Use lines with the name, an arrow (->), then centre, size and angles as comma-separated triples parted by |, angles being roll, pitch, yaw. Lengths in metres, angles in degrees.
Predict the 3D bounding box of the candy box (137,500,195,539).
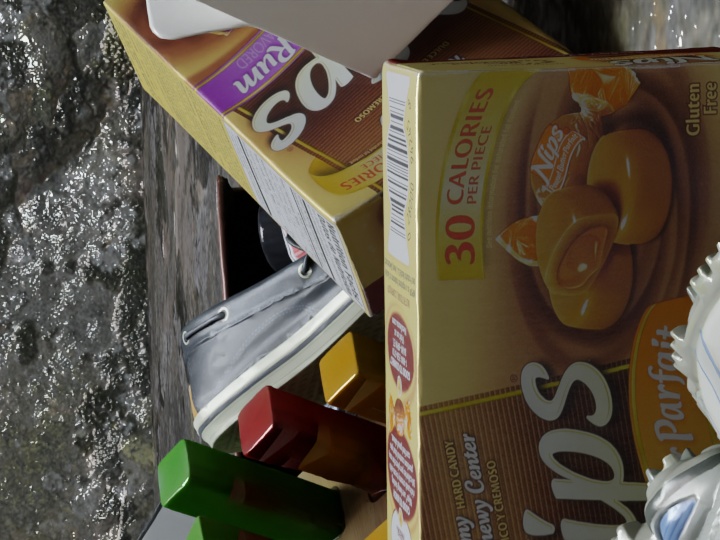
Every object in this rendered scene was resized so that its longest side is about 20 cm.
candy box -> -0.035, 0.221, 1.110 | 0.072, 0.166, 0.201 | -58, -20, -45

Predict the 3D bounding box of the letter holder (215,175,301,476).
letter holder -> -0.021, 0.046, 1.121 | 0.142, 0.099, 0.202 | 58, -153, -85

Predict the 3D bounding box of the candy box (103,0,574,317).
candy box -> -0.006, -0.079, 0.876 | 0.200, 0.116, 0.057 | 44, 163, 43

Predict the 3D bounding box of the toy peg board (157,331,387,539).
toy peg board -> 0.009, 0.107, 0.834 | 0.199, 0.097, 0.201 | -46, 39, 32

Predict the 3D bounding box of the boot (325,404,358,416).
boot -> 0.037, 0.130, 0.961 | 0.202, 0.072, 0.090 | 68, 163, -1

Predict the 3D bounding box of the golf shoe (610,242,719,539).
golf shoe -> 0.126, 0.053, 0.554 | 0.201, 0.078, 0.098 | 92, 153, -51

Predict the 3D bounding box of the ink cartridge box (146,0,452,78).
ink cartridge box -> -0.006, -0.179, 0.786 | 0.200, 0.125, 0.129 | -42, 43, 35

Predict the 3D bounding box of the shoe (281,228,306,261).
shoe -> -0.031, -0.097, 0.999 | 0.091, 0.071, 0.202 | 77, 177, -65

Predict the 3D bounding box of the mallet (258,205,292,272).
mallet -> -0.011, -0.098, 1.065 | 0.041, 0.065, 0.202 | 39, -129, -64

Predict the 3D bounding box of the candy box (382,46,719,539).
candy box -> 0.068, 0.033, 0.687 | 0.055, 0.114, 0.202 | -138, 46, -76

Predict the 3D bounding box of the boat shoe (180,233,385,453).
boat shoe -> 0.000, 0.000, 0.907 | 0.074, 0.199, 0.063 | 14, -137, -57
